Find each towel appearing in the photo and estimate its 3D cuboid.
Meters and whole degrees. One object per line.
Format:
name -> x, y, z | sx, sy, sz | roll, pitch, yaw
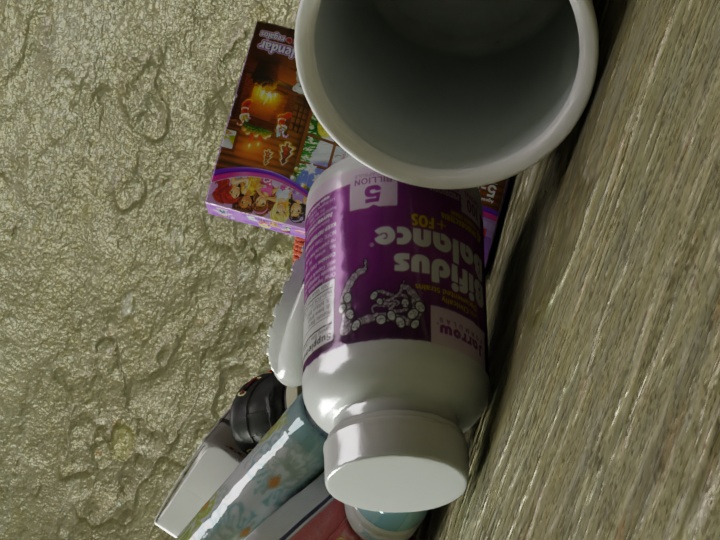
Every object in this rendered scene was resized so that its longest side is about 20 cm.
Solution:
towel -> -0.061, 0.146, 1.266 | 0.171, 0.048, 0.200 | -51, -3, 15

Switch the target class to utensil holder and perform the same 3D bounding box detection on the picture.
utensil holder -> 0.059, -0.167, 1.084 | 0.200, 0.170, 0.170 | -75, 3, -61

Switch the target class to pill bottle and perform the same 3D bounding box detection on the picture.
pill bottle -> 0.021, 0.037, 1.077 | 0.112, 0.112, 0.200 | 111, 161, -58

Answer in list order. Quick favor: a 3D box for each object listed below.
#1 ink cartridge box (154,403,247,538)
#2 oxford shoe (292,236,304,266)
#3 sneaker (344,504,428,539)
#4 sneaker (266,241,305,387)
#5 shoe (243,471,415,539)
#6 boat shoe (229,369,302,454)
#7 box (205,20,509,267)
ink cartridge box -> -0.074, 0.190, 1.478 | 0.083, 0.147, 0.200 | -56, -1, 8
oxford shoe -> -0.007, -0.052, 1.605 | 0.073, 0.071, 0.200 | -15, -58, -69
sneaker -> 0.038, 0.077, 1.170 | 0.082, 0.074, 0.200 | 123, 157, -49
sneaker -> 0.000, 0.000, 1.301 | 0.200, 0.080, 0.076 | -64, -10, 6
shoe -> 0.007, 0.168, 1.192 | 0.200, 0.091, 0.071 | -36, -12, -44
boat shoe -> -0.054, 0.108, 1.463 | 0.201, 0.063, 0.074 | -14, -87, -77
box -> 0.006, -0.082, 1.255 | 0.039, 0.200, 0.137 | 96, -171, -80
